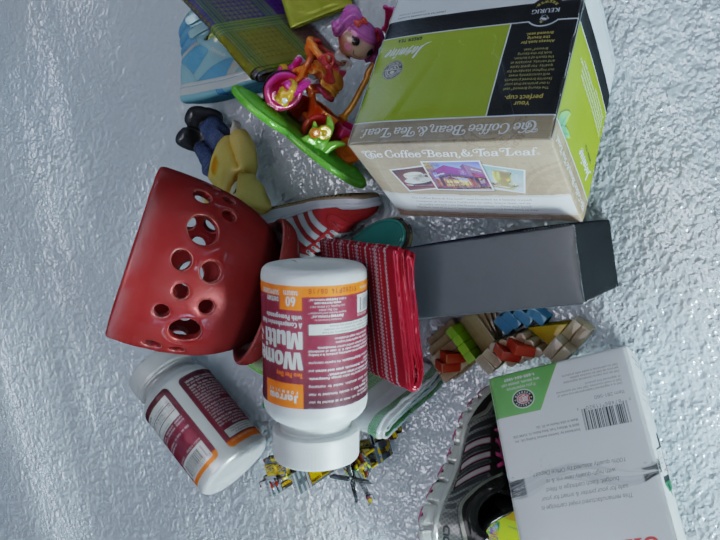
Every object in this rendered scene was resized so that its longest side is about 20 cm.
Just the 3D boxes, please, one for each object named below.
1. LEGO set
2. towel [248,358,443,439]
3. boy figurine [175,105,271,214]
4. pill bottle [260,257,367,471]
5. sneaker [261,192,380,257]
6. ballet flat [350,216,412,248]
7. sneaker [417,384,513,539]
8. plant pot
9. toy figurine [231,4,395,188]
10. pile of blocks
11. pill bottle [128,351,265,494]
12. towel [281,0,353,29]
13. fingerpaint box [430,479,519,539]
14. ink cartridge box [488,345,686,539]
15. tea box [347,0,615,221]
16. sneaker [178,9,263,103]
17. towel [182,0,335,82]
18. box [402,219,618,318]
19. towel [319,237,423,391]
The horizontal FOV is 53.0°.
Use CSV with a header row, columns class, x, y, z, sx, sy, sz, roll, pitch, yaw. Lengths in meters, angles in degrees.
class,x,y,z,sx,sy,sz,roll,pitch,yaw
LEGO set,-0.060,0.211,0.916,0.199,0.116,0.155,-8,97,37
towel,-0.016,0.118,0.867,0.199,0.149,0.031,23,120,28
boy figurine,-0.181,-0.131,0.955,0.125,0.064,0.201,-56,49,26
pill bottle,-0.046,0.092,0.738,0.109,0.109,0.202,5,100,31
sneaker,-0.051,-0.034,0.912,0.199,0.071,0.114,-8,89,40
ballet flat,0.000,0.000,0.888,0.200,0.072,0.072,-36,78,30
sneaker,0.139,0.218,0.781,0.087,0.201,0.074,11,146,33
plant pot,-0.177,0.003,0.833,0.200,0.181,0.202,-163,90,-71
toy figurine,-0.016,-0.222,0.814,0.184,0.199,0.150,-51,40,14
pile of blocks,0.154,0.076,0.805,0.199,0.062,0.083,-16,89,32
pill bottle,-0.239,0.210,1.041,0.200,0.114,0.114,46,118,19
towel,-0.076,-0.405,0.888,0.085,0.018,0.202,-18,88,9
fingerpaint box,0.178,0.337,0.821,0.198,0.073,0.169,8,101,31
ink cartridge box,0.224,0.194,0.717,0.145,0.084,0.202,-17,66,25
tea box,0.123,-0.165,0.700,0.198,0.134,0.198,6,65,32
sneaker,-0.168,-0.296,0.944,0.198,0.079,0.132,-3,97,32
towel,-0.133,-0.305,0.885,0.200,0.143,0.023,48,137,16
box,0.148,-0.001,0.751,0.198,0.141,0.080,-7,94,32
towel,0.008,0.039,0.776,0.200,0.022,0.146,13,110,64
